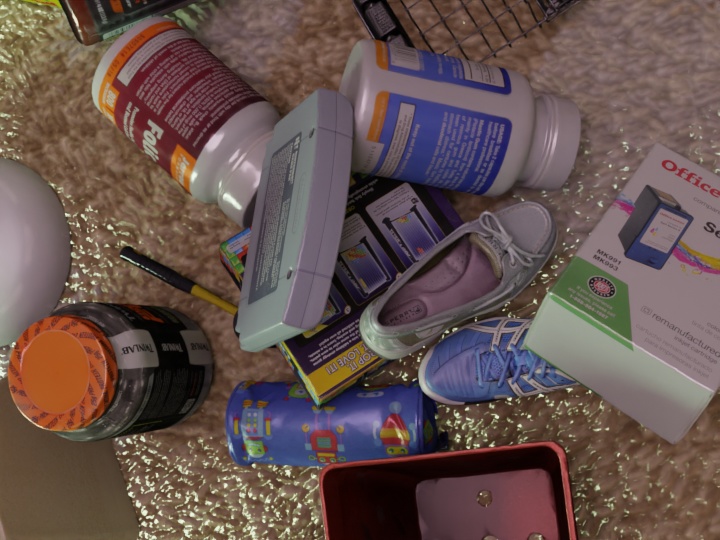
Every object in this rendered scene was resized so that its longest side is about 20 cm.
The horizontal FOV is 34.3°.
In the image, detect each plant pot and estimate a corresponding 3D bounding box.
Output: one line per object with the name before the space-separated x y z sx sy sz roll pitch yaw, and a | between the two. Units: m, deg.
plant pot | -0.362 0.207 1.113 0.199 0.177 0.201 -22 82 14
plant pot | 0.096 0.244 0.977 0.199 0.176 0.201 -9 85 16

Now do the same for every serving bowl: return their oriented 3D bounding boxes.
serving bowl | -0.400 -0.020 1.194 0.199 0.066 0.202 -1 88 16

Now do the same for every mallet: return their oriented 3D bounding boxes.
mallet | -0.157 0.021 1.120 0.199 0.066 0.041 25 93 16

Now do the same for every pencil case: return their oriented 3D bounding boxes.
pencil case | -0.022 0.138 1.068 0.199 0.087 0.079 -3 116 17

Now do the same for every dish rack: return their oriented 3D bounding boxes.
dish rack | 0.100 -0.255 1.068 0.199 0.055 0.154 -32 80 10

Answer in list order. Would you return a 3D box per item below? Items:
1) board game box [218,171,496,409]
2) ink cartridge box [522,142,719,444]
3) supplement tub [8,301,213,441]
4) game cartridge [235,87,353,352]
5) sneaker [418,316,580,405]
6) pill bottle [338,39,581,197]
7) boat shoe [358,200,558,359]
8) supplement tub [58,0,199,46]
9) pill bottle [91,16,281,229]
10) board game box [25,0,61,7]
board game box | 0.000 0.000 1.043 0.199 0.057 0.166 -31 79 -13
ink cartridge box | 0.247 0.012 0.939 0.145 0.088 0.200 33 55 14
supplement tub | -0.226 0.091 1.067 0.122 0.200 0.124 -1 87 15
game cartridge | -0.053 -0.040 0.951 0.041 0.133 0.201 14 72 -19
sneaker | 0.146 0.069 1.004 0.199 0.077 0.076 -14 84 2
pill bottle | 0.083 -0.125 1.006 0.199 0.112 0.113 10 90 -12
boat shoe | 0.088 0.003 0.986 0.201 0.065 0.075 -30 79 -14
supplement tub | -0.195 -0.298 1.108 0.199 0.107 0.107 -26 80 -10
pill bottle | -0.148 -0.137 1.101 0.200 0.114 0.114 41 98 15
board game box | -0.333 -0.330 1.200 0.199 0.048 0.102 14 90 16
